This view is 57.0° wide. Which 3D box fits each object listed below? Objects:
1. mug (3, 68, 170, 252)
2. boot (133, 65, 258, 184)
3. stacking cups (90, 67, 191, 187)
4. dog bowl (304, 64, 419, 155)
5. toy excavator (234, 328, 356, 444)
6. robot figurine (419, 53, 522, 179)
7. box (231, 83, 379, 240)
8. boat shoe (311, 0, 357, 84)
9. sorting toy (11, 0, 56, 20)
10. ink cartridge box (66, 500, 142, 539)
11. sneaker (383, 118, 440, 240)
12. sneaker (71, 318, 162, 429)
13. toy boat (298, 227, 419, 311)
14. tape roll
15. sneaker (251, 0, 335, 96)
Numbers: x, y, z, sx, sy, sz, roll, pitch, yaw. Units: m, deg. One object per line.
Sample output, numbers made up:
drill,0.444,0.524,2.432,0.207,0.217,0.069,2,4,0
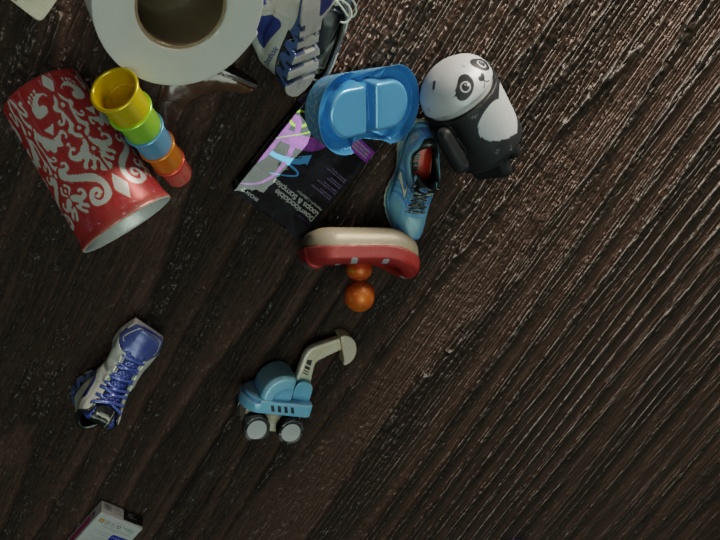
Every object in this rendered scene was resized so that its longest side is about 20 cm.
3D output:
mug,-0.375,-0.136,0.877,0.176,0.133,0.202,-27,99,35
boot,-0.252,-0.202,0.938,0.182,0.064,0.204,14,111,-10
stacking cups,-0.264,-0.172,0.844,0.060,0.061,0.200,-28,158,-1
dog bowl,0.002,-0.238,0.964,0.198,0.049,0.114,-22,122,-37
toy excavator,-0.116,0.197,1.192,0.191,0.100,0.204,10,106,-23
robot figurine,0.174,-0.233,1.019,0.123,0.152,0.201,-29,124,16
box,-0.085,-0.163,1.030,0.142,0.036,0.200,35,104,-30
boat shoe,-0.046,-0.362,0.917,0.073,0.062,0.203,11,114,-21
sorting toy,-0.405,-0.432,0.761,0.199,0.070,0.199,37,102,-30
ink cartridge box,-0.518,0.536,1.279,0.094,0.037,0.201,36,100,-31
sneaker,0.086,-0.134,1.067,0.077,0.090,0.204,-6,122,-14
sneaker,-0.393,0.187,1.068,0.200,0.116,0.080,-46,124,11
toy boat,0.000,0.000,1.073,0.195,0.130,0.134,0,89,-16
tape roll,-0.229,-0.346,0.783,0.199,0.140,0.205,-22,147,-15
sneaker,-0.102,-0.343,0.865,0.080,0.114,0.202,-37,157,-48
